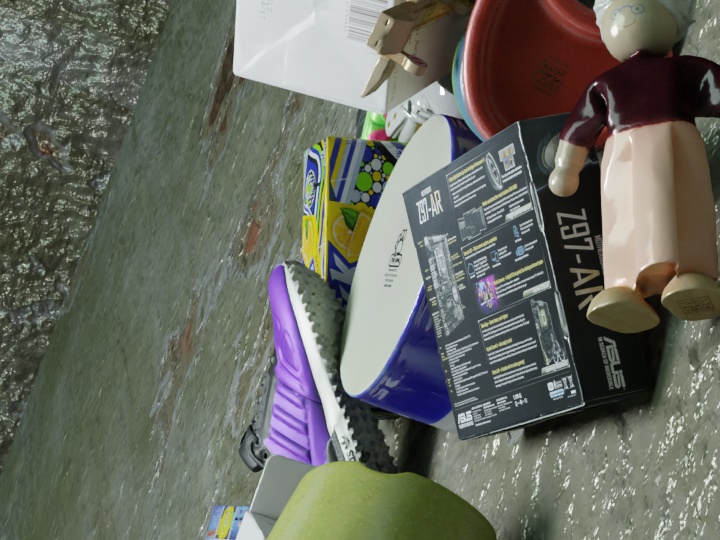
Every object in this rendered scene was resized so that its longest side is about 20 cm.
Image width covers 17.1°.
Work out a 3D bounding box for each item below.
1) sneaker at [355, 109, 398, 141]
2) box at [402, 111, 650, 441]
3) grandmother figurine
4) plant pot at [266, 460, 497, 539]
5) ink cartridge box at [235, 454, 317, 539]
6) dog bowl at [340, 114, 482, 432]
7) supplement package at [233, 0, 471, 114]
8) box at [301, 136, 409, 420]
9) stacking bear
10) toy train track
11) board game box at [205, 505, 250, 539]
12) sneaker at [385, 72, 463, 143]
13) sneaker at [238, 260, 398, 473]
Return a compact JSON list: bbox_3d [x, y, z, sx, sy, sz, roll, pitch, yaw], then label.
[{"bbox_3d":[0.035,-0.157,1.877,0.084,0.077,0.201,-143,73,-71],"label":"sneaker"},{"bbox_3d":[0.091,0.008,1.378,0.200,0.043,0.161,149,109,-70],"label":"box"},{"bbox_3d":[0.155,-0.072,1.258,0.061,0.121,0.201,59,-155,-63],"label":"grandmother figurine"},{"bbox_3d":[-0.006,0.219,1.378,0.200,0.200,0.185,-50,15,57],"label":"plant pot"},{"bbox_3d":[-0.037,0.235,1.574,0.068,0.116,0.201,-137,65,-74],"label":"ink cartridge box"},{"bbox_3d":[0.057,0.001,1.579,0.200,0.079,0.201,-162,90,-77],"label":"dog bowl"},{"bbox_3d":[0.016,-0.202,1.620,0.200,0.119,0.122,-37,-43,-54],"label":"supplement package"},{"bbox_3d":[-0.003,0.007,1.737,0.064,0.070,0.201,154,118,-71],"label":"box"},{"bbox_3d":[0.110,-0.129,1.507,0.114,0.121,0.200,-62,6,6],"label":"stacking bear"},{"bbox_3d":[0.055,-0.161,1.509,0.115,0.032,0.200,-63,-11,23],"label":"toy train track"},{"bbox_3d":[-0.100,0.261,1.952,0.200,0.034,0.136,164,122,-73],"label":"board game box"},{"bbox_3d":[0.065,-0.120,1.742,0.200,0.073,0.116,-79,11,-65],"label":"sneaker"},{"bbox_3d":[-0.046,0.095,1.656,0.099,0.070,0.201,-24,74,22],"label":"sneaker"}]
